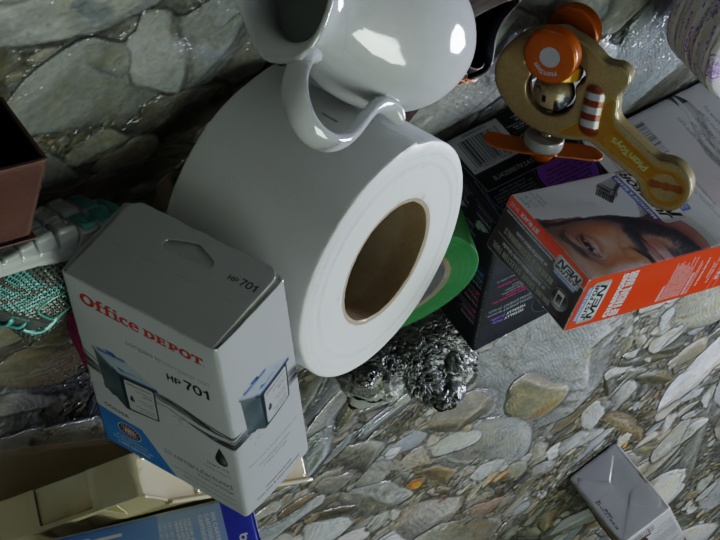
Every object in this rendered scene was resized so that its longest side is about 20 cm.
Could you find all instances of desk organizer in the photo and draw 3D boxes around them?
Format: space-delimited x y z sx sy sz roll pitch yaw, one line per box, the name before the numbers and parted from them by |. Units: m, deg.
desk organizer | -0.312 -0.046 1.387 0.200 0.072 0.077 -18 145 -34

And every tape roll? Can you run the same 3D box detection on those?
tape roll | -0.034 -0.038 1.596 0.203 0.139 0.203 -43 151 -31
tape roll | 0.000 0.000 1.799 0.200 0.048 0.201 -16 157 -7

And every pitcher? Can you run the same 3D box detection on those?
pitcher | 0.000 -0.156 1.488 0.121 0.172 0.200 -15 165 32

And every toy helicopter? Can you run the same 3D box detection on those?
toy helicopter | 0.194 -0.119 1.763 0.132 0.200 0.079 -48 180 34

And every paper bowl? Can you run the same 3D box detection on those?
paper bowl | 0.353 -0.253 1.830 0.200 0.104 0.201 -29 151 -17

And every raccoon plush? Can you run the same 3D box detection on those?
raccoon plush | 0.048 0.046 2.000 0.134 0.097 0.201 21 89 -45

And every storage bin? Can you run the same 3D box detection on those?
storage bin | -0.181 0.165 1.770 0.200 0.094 0.198 -22 167 39

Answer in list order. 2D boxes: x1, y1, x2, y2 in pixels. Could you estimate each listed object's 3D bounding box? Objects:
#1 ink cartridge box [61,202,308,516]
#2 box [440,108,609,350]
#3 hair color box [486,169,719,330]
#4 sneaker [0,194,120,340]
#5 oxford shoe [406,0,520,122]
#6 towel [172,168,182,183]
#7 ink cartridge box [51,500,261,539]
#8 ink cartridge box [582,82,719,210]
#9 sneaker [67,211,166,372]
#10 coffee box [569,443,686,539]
ink cartridge box | -0.126 0.066 1.544 0.086 0.146 0.200 -48 150 -30
box | 0.133 -0.042 1.894 0.122 0.106 0.200 -25 150 -22
hair color box | 0.220 -0.025 1.788 0.200 0.111 0.064 -15 142 -38
sneaker | -0.253 0.013 1.515 0.200 0.078 0.092 -16 118 -33
oxford shoe | 0.056 -0.163 1.645 0.071 0.073 0.200 -10 143 -44
towel | -0.082 -0.062 1.707 0.086 0.018 0.200 -33 155 4
ink cartridge box | -0.152 0.241 1.746 0.199 0.077 0.136 -14 170 -8
ink cartridge box | 0.319 -0.088 2.004 0.200 0.145 0.083 -26 150 -21
sneaker | -0.172 0.030 1.667 0.088 0.081 0.200 -18 148 -31
coffee box | 0.350 0.314 2.718 0.080 0.114 0.200 -37 155 0
